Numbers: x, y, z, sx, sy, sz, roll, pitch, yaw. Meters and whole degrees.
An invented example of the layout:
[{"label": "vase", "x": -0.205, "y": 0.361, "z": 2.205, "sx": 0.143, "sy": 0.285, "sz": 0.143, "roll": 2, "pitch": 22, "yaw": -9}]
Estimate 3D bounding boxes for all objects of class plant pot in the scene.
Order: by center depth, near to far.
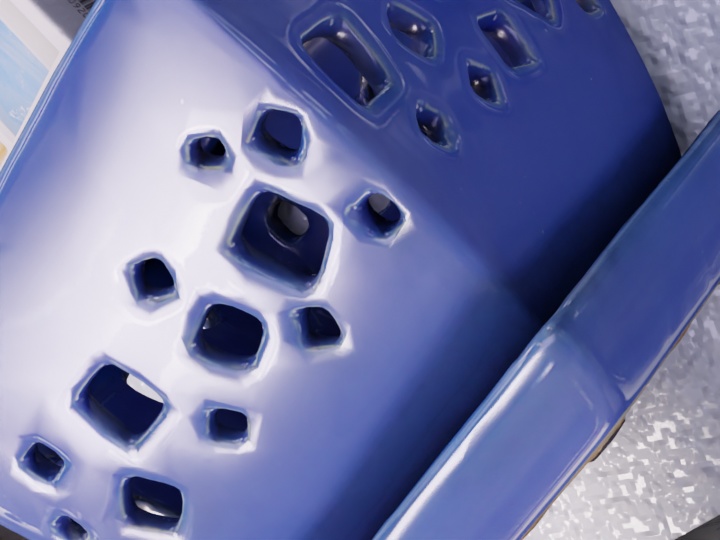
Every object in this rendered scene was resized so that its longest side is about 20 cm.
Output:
[{"label": "plant pot", "x": 0.000, "y": 0.000, "z": 0.698, "sx": 0.179, "sy": 0.200, "sz": 0.200, "roll": 39, "pitch": 124, "yaw": 6}]

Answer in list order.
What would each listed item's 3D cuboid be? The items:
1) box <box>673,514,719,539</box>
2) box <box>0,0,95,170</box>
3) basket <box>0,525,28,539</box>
[{"label": "box", "x": 0.086, "y": 0.127, "z": 0.679, "sx": 0.069, "sy": 0.199, "sz": 0.082, "roll": 63, "pitch": 168, "yaw": 3}, {"label": "box", "x": -0.133, "y": -0.064, "z": 0.793, "sx": 0.113, "sy": 0.101, "sz": 0.200, "roll": 45, "pitch": 134, "yaw": 10}, {"label": "basket", "x": -0.213, "y": 0.123, "z": 0.866, "sx": 0.179, "sy": 0.200, "sz": 0.137, "roll": -19, "pitch": 97, "yaw": 36}]
